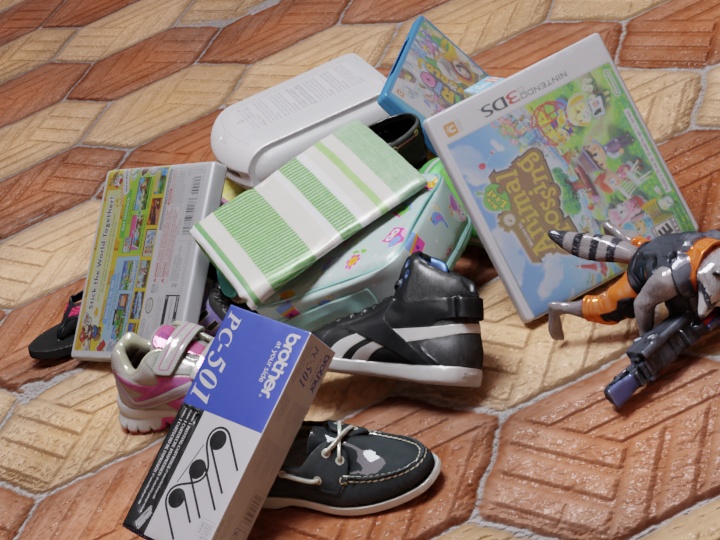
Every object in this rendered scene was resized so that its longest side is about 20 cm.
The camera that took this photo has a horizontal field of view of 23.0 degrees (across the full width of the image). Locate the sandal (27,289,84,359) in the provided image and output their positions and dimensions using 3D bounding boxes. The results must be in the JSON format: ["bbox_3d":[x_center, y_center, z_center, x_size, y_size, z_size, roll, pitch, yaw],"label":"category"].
[{"bbox_3d":[-0.265,0.033,1.872,0.199,0.045,0.075,-27,26,-8],"label":"sandal"}]

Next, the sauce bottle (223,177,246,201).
[{"bbox_3d":[-0.172,-0.046,1.901,0.066,0.067,0.200,1,26,41],"label":"sauce bottle"}]

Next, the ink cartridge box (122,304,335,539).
[{"bbox_3d":[-0.106,0.135,1.425,0.093,0.044,0.201,17,75,38],"label":"ink cartridge box"}]

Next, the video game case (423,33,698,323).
[{"bbox_3d":[0.178,-0.083,1.568,0.181,0.201,0.022,-27,-2,-9],"label":"video game case"}]

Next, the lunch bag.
[{"bbox_3d":[0.000,0.000,1.650,0.199,0.077,0.161,-21,29,39],"label":"lunch bag"}]

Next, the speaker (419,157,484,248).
[{"bbox_3d":[0.136,-0.061,1.676,0.088,0.089,0.199,-36,28,-25],"label":"speaker"}]

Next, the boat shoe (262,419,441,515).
[{"bbox_3d":[-0.030,0.153,1.429,0.198,0.061,0.076,-9,31,29],"label":"boat shoe"}]

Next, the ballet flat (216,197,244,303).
[{"bbox_3d":[-0.117,-0.023,1.748,0.071,0.070,0.200,15,17,-27],"label":"ballet flat"}]

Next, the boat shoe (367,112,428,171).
[{"bbox_3d":[-0.026,-0.102,1.758,0.200,0.064,0.074,-21,31,-18],"label":"boat shoe"}]

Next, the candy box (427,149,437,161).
[{"bbox_3d":[-0.017,-0.062,1.839,0.199,0.057,0.116,-34,27,-26],"label":"candy box"}]

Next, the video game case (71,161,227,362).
[{"bbox_3d":[-0.214,-0.006,1.775,0.181,0.023,0.202,-1,76,46],"label":"video game case"}]

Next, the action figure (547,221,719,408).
[{"bbox_3d":[0.229,0.017,1.434,0.200,0.105,0.193,-40,22,-33],"label":"action figure"}]

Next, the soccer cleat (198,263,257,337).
[{"bbox_3d":[-0.146,0.038,1.761,0.068,0.074,0.200,-4,28,-39],"label":"soccer cleat"}]

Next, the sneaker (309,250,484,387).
[{"bbox_3d":[0.025,0.038,1.534,0.198,0.113,0.073,5,-4,34],"label":"sneaker"}]

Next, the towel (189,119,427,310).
[{"bbox_3d":[-0.051,-0.056,1.650,0.199,0.023,0.153,-35,38,-7],"label":"towel"}]

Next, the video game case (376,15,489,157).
[{"bbox_3d":[0.094,-0.182,1.888,0.018,0.143,0.201,-41,14,32],"label":"video game case"}]

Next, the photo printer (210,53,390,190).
[{"bbox_3d":[-0.062,-0.154,1.907,0.198,0.070,0.166,-25,27,-10],"label":"photo printer"}]

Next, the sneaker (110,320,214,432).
[{"bbox_3d":[-0.154,0.093,1.616,0.198,0.089,0.082,-8,29,28],"label":"sneaker"}]

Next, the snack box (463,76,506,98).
[{"bbox_3d":[0.178,-0.122,1.699,0.037,0.117,0.200,-30,21,-18],"label":"snack box"}]
